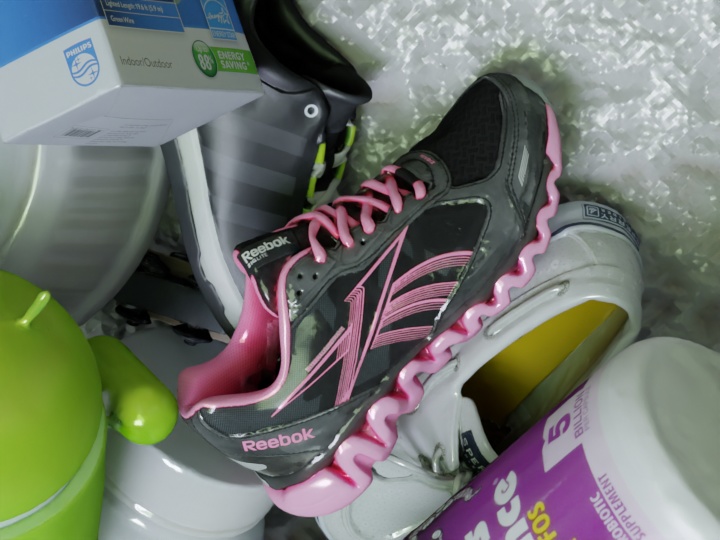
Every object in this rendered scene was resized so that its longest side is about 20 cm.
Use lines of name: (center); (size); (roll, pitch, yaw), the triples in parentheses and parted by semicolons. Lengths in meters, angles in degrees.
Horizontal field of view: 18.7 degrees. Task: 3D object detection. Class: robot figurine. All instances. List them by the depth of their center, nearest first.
robot figurine: (-0.157, 0.079, 0.837); (0.200, 0.175, 0.116); (100, 150, -50)

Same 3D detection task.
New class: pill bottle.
pill bottle: (0.074, 0.124, 0.818); (0.112, 0.112, 0.200); (43, 121, -3)
pill bottle: (-0.113, 0.128, 0.980); (0.114, 0.114, 0.200); (36, 120, 2)

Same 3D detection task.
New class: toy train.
toy train: (-0.135, -0.008, 0.965); (0.200, 0.046, 0.034); (19, 100, 14)

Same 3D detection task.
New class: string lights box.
string lights box: (-0.115, -0.149, 0.823); (0.059, 0.103, 0.200); (-22, 82, 27)

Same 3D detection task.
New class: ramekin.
ramekin: (-0.184, -0.059, 0.901); (0.202, 0.094, 0.203); (2, 95, 16)

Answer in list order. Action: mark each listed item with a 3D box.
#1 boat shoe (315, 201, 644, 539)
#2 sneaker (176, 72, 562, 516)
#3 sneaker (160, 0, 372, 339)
boat shoe: (0.049, 0.067, 0.900); (0.075, 0.086, 0.202); (31, 120, -23)
sneaker: (0.000, 0.000, 0.861); (0.095, 0.079, 0.200); (32, 95, -30)
sneaker: (-0.032, -0.049, 0.894); (0.083, 0.072, 0.200); (-12, 109, 23)
